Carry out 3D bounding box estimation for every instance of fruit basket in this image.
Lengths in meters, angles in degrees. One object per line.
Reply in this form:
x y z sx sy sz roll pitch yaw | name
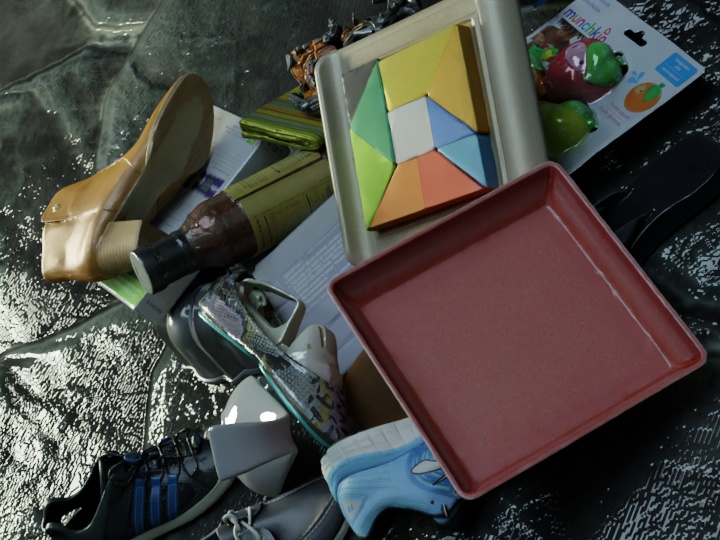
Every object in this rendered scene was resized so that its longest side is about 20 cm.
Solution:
0.153 -0.145 1.356 0.200 0.094 0.185 -41 38 4 | fruit basket

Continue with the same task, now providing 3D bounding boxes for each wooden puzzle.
0.050 -0.112 1.309 0.199 0.037 0.186 -17 77 38 | wooden puzzle

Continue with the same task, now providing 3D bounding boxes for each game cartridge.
0.000 0.000 1.379 0.200 0.038 0.130 -41 65 9 | game cartridge

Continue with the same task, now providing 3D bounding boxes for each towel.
-0.017 -0.154 1.495 0.086 0.018 0.200 16 34 30 | towel

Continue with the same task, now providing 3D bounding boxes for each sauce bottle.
-0.100 -0.043 1.407 0.199 0.066 0.066 -27 33 -18 | sauce bottle

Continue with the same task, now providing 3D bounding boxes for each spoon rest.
-0.079 0.132 1.291 0.060 0.200 0.100 -12 88 0 | spoon rest

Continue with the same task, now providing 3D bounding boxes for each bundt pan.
-0.113 -0.002 1.505 0.201 0.076 0.203 -26 42 26 | bundt pan

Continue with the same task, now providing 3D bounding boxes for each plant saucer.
0.108 0.044 1.173 0.199 0.037 0.200 -28 61 -10 | plant saucer

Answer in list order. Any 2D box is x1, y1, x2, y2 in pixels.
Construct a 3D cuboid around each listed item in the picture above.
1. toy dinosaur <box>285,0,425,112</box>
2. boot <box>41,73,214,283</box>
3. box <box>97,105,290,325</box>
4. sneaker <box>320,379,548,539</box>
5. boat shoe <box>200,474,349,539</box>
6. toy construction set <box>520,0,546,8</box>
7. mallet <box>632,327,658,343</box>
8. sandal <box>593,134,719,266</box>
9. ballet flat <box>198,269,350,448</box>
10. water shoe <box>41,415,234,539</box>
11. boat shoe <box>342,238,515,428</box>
0.011 -0.171 1.435 0.135 0.102 0.200 -38 52 -12 | toy dinosaur
-0.218 -0.084 1.499 0.143 0.071 0.202 -3 60 39 | boot
-0.167 -0.057 1.516 0.200 0.036 0.144 -52 37 -7 | box
0.072 0.143 1.217 0.199 0.078 0.090 -25 69 19 | sneaker
-0.089 0.221 1.296 0.200 0.063 0.073 -39 36 10 | boat shoe
0.132 -0.266 1.472 0.131 0.092 0.201 -10 51 53 | toy construction set
0.127 0.068 1.224 0.199 0.066 0.041 0 18 19 | mallet
0.191 -0.031 1.257 0.200 0.043 0.076 -47 37 2 | sandal
-0.058 0.060 1.315 0.072 0.072 0.200 -48 50 0 | ballet flat
-0.184 0.182 1.410 0.200 0.079 0.072 -39 39 12 | water shoe
0.066 0.046 1.299 0.200 0.070 0.070 -44 -1 21 | boat shoe
